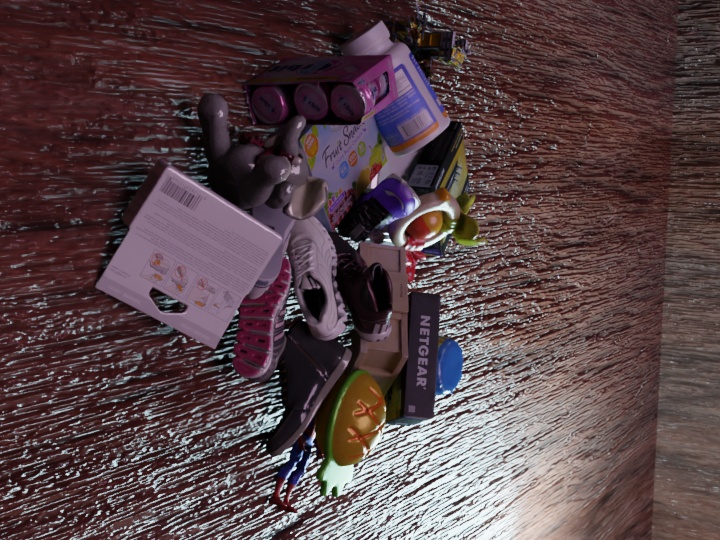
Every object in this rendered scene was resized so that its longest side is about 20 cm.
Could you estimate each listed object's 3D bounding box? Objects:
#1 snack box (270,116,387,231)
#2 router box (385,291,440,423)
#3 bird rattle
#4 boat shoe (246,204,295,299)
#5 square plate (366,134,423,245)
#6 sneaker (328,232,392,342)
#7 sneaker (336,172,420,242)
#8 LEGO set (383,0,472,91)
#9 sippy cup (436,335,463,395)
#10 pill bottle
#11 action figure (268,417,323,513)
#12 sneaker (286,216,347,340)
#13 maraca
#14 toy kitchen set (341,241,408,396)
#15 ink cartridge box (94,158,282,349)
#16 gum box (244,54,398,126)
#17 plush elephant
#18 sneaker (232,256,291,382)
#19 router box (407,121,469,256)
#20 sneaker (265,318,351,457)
[{"bbox_3d":[-0.046,-0.187,1.704,0.201,0.067,0.170,-54,137,-42],"label":"snack box"},{"bbox_3d":[0.083,0.150,1.804,0.157,0.051,0.203,134,-38,-72],"label":"router box"},{"bbox_3d":[0.104,-0.076,1.837,0.163,0.198,0.114,54,19,-58],"label":"bird rattle"},{"bbox_3d":[-0.134,-0.047,1.582,0.066,0.071,0.202,122,-21,-49],"label":"boat shoe"},{"bbox_3d":[0.059,-0.141,1.917,0.197,0.028,0.203,8,88,-58],"label":"square plate"},{"bbox_3d":[0.000,0.000,1.662,0.075,0.201,0.116,-22,157,-25],"label":"sneaker"},{"bbox_3d":[0.020,-0.087,1.729,0.070,0.200,0.100,48,68,-10],"label":"sneaker"},{"bbox_3d":[0.114,-0.360,1.890,0.199,0.115,0.156,27,71,-56],"label":"LEGO set"},{"bbox_3d":[0.109,0.165,1.944,0.140,0.129,0.179,-57,138,-37],"label":"sippy cup"},{"bbox_3d":[0.051,-0.297,1.769,0.201,0.111,0.112,57,44,-14],"label":"pill bottle"},{"bbox_3d":[-0.089,0.278,1.723,0.065,0.051,0.202,41,58,-49],"label":"action figure"},{"bbox_3d":[-0.073,0.001,1.625,0.081,0.074,0.202,34,38,-69],"label":"sneaker"},{"bbox_3d":[-0.022,0.253,1.694,0.137,0.106,0.203,25,80,-60],"label":"maraca"},{"bbox_3d":[-0.022,0.080,1.784,0.181,0.161,0.202,114,-20,-56],"label":"toy kitchen set"},{"bbox_3d":[-0.224,-0.019,1.411,0.199,0.045,0.177,32,91,-36],"label":"ink cartridge box"},{"bbox_3d":[-0.051,-0.257,1.560,0.113,0.198,0.067,-44,130,-48],"label":"gum box"},{"bbox_3d":[-0.125,-0.148,1.504,0.154,0.164,0.201,-34,152,-35],"label":"plush elephant"},{"bbox_3d":[-0.140,0.075,1.590,0.088,0.073,0.202,76,19,-62],"label":"sneaker"},{"bbox_3d":[0.144,-0.151,1.988,0.201,0.052,0.159,-65,152,-42],"label":"router box"},{"bbox_3d":[-0.110,0.178,1.666,0.106,0.075,0.201,34,85,-8],"label":"sneaker"}]
